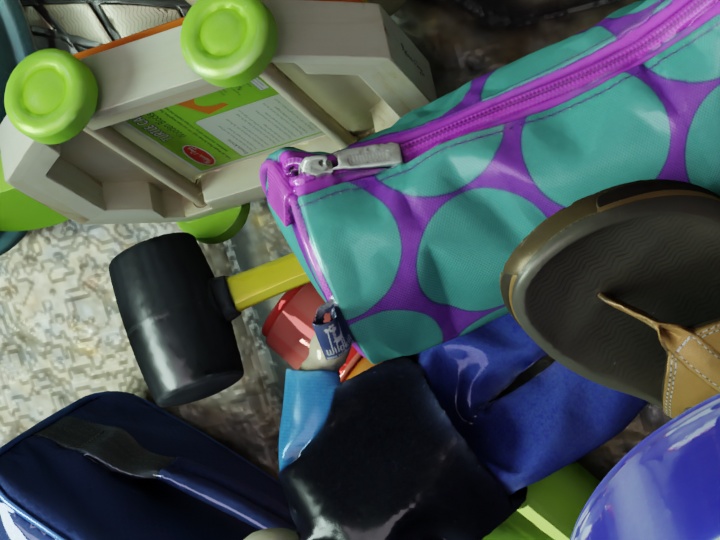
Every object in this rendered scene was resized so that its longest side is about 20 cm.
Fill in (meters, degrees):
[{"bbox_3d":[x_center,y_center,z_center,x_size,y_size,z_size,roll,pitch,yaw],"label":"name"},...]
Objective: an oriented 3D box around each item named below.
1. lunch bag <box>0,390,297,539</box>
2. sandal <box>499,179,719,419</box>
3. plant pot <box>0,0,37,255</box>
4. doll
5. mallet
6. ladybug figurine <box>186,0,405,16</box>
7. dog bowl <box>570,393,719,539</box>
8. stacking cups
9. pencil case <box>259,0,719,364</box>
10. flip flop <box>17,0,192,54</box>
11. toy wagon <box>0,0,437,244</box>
[{"bbox_3d":[-0.076,0.147,0.784,0.200,0.136,0.133,30,115,10],"label":"lunch bag"},{"bbox_3d":[0.131,0.038,0.656,0.082,0.055,0.200,-42,123,9],"label":"sandal"},{"bbox_3d":[-0.260,-0.053,0.734,0.200,0.196,0.201,21,128,30],"label":"plant pot"},{"bbox_3d":[0.034,0.070,0.708,0.200,0.048,0.137,-36,76,-3],"label":"doll"},{"bbox_3d":[0.000,0.000,0.731,0.199,0.041,0.066,-15,80,11],"label":"mallet"},{"bbox_3d":[-0.041,-0.180,0.689,0.135,0.072,0.200,-24,90,2],"label":"ladybug figurine"},{"bbox_3d":[0.173,0.122,0.650,0.199,0.079,0.200,-4,133,-4],"label":"dog bowl"},{"bbox_3d":[0.048,0.074,0.762,0.200,0.060,0.061,41,116,12],"label":"stacking cups"},{"bbox_3d":[0.066,-0.041,0.665,0.200,0.085,0.092,-25,139,4],"label":"pencil case"},{"bbox_3d":[-0.138,-0.100,0.785,0.200,0.058,0.081,-2,110,38],"label":"flip flop"},{"bbox_3d":[-0.075,-0.050,0.707,0.200,0.155,0.040,-16,72,15],"label":"toy wagon"}]
